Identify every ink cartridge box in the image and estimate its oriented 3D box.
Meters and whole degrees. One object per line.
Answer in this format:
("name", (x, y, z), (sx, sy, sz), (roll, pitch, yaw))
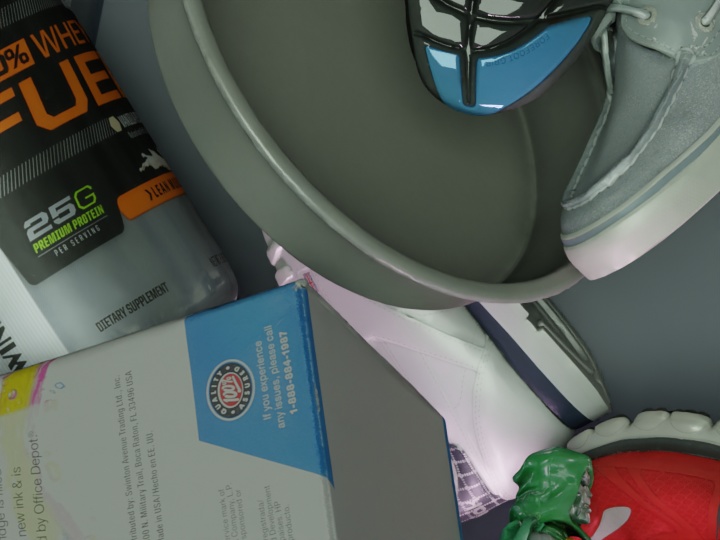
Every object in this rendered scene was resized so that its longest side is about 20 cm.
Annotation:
("ink cartridge box", (-0.077, 0.108, 0.928), (0.200, 0.125, 0.129), (-17, 62, 18))

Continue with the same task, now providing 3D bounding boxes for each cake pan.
("cake pan", (0.007, -0.071, 0.976), (0.037, 0.200, 0.200), (-36, 91, 39))

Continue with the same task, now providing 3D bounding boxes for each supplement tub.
("supplement tub", (-0.142, -0.041, 1.004), (0.122, 0.123, 0.200), (-32, 92, 3))

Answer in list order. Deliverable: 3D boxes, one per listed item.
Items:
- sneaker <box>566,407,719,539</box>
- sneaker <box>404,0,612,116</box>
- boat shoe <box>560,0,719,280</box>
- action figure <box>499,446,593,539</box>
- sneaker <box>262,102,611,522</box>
("sneaker", (0.136, 0.100, 0.967), (0.200, 0.077, 0.085), (0, 58, 40))
("sneaker", (0.056, -0.141, 0.986), (0.073, 0.082, 0.200), (15, 72, -7))
("boat shoe", (0.112, -0.084, 0.982), (0.072, 0.070, 0.201), (44, 59, -14))
("action figure", (0.066, 0.158, 0.958), (0.055, 0.118, 0.200), (-3, 76, 7))
("sneaker", (0.000, 0.000, 1.028), (0.080, 0.076, 0.200), (-42, 89, 13))
